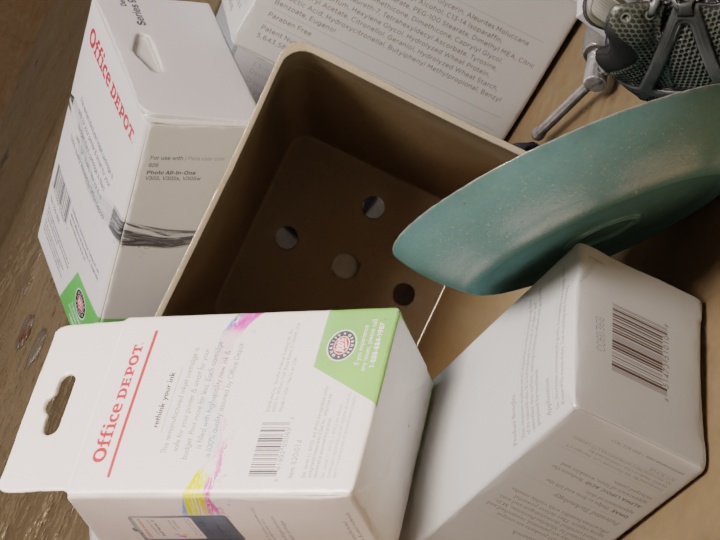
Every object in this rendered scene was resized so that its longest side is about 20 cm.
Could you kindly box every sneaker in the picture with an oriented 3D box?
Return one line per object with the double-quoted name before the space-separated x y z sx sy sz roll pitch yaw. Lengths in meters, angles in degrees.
"sneaker" 0.186 -0.141 1.035 0.199 0.114 0.076 -32 38 53

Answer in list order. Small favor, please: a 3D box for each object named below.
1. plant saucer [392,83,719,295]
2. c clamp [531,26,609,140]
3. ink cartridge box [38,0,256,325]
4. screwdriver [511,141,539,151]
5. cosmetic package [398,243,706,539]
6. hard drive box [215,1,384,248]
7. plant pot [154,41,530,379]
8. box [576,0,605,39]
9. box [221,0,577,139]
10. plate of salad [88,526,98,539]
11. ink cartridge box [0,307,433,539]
"plant saucer" 0.114 -0.033 1.037 0.200 0.200 0.036 -37 72 53
"c clamp" 0.167 -0.196 1.274 0.171 0.027 0.200 -34 34 53
"ink cartridge box" -0.138 -0.056 1.346 0.146 0.084 0.200 -117 36 -44
"screwdriver" 0.118 -0.072 1.234 0.028 0.029 0.200 -69 15 -14
"cosmetic package" 0.082 0.093 1.056 0.200 0.081 0.113 -47 25 42
"hard drive box" -0.052 -0.094 1.519 0.077 0.156 0.200 -23 45 62
"plant pot" 0.000 0.000 1.242 0.200 0.200 0.177 -64 5 -1
"box" 0.194 -0.244 1.209 0.156 0.041 0.200 -34 36 38
"box" 0.018 -0.197 1.401 0.131 0.200 0.199 -59 19 18
"plate of salad" -0.133 0.201 1.440 0.200 0.048 0.200 21 116 52
"ink cartridge box" -0.074 0.086 1.075 0.200 0.067 0.117 -2 50 22
